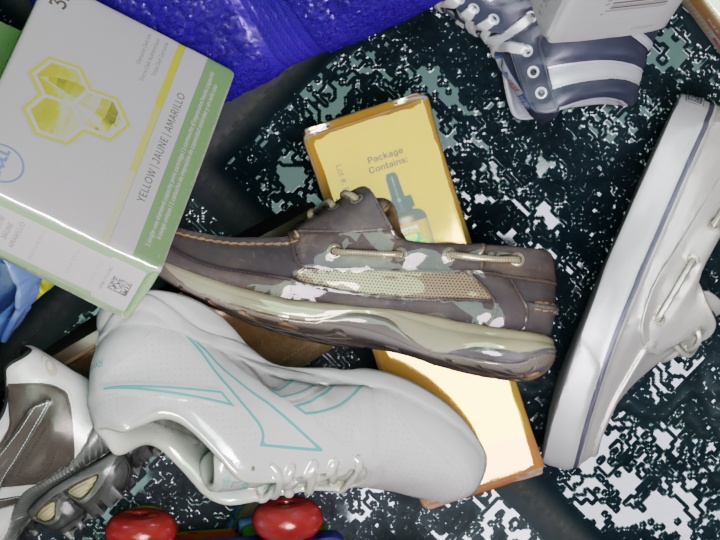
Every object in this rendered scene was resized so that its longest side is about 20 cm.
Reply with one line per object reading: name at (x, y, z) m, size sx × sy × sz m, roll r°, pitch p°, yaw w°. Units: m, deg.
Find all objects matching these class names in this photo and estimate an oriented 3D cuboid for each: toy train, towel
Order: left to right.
toy train at (-0.111, 0.148, 1.222) m, size 0.200 × 0.116 × 0.085 m, roll -4°, pitch 102°, yaw -7°
towel at (-0.074, -0.156, 1.213) m, size 0.200 × 0.050 × 0.148 m, roll -23°, pitch 104°, yaw 23°

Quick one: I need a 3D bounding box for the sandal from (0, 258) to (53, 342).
sandal at (-0.216, 0.034, 1.245) m, size 0.079 × 0.087 × 0.200 m, roll 32°, pitch 94°, yaw -2°

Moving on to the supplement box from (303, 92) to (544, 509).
supplement box at (0.031, 0.014, 1.254) m, size 0.066 × 0.069 × 0.200 m, roll -17°, pitch 94°, yaw 0°

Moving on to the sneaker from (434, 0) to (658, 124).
sneaker at (0.056, -0.136, 1.245) m, size 0.200 × 0.070 × 0.109 m, roll 11°, pitch 90°, yaw -3°

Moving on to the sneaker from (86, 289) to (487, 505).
sneaker at (-0.037, 0.081, 1.174) m, size 0.200 × 0.070 × 0.080 m, roll 19°, pitch 51°, yaw -11°

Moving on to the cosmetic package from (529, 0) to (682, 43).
cosmetic package at (0.103, -0.220, 1.183) m, size 0.074 × 0.102 × 0.200 m, roll -8°, pitch 64°, yaw -22°

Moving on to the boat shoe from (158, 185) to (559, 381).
boat shoe at (0.000, 0.000, 1.193) m, size 0.200 × 0.074 × 0.073 m, roll 13°, pitch 83°, yaw 5°

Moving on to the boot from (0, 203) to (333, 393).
boot at (-0.098, 0.045, 1.256) m, size 0.200 × 0.074 × 0.076 m, roll -27°, pitch 100°, yaw -1°

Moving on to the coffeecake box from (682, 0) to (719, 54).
coffeecake box at (0.286, -0.138, 1.243) m, size 0.200 × 0.073 × 0.154 m, roll -37°, pitch 93°, yaw 2°

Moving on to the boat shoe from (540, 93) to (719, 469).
boat shoe at (0.151, 0.013, 1.254) m, size 0.066 × 0.072 × 0.200 m, roll 23°, pitch 84°, yaw 4°

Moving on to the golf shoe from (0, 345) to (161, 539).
golf shoe at (-0.190, 0.103, 1.224) m, size 0.200 × 0.078 × 0.094 m, roll -36°, pitch 104°, yaw 29°

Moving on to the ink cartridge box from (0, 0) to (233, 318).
ink cartridge box at (-0.171, -0.079, 1.162) m, size 0.200 × 0.146 × 0.048 m, roll 27°, pitch 135°, yaw -10°
